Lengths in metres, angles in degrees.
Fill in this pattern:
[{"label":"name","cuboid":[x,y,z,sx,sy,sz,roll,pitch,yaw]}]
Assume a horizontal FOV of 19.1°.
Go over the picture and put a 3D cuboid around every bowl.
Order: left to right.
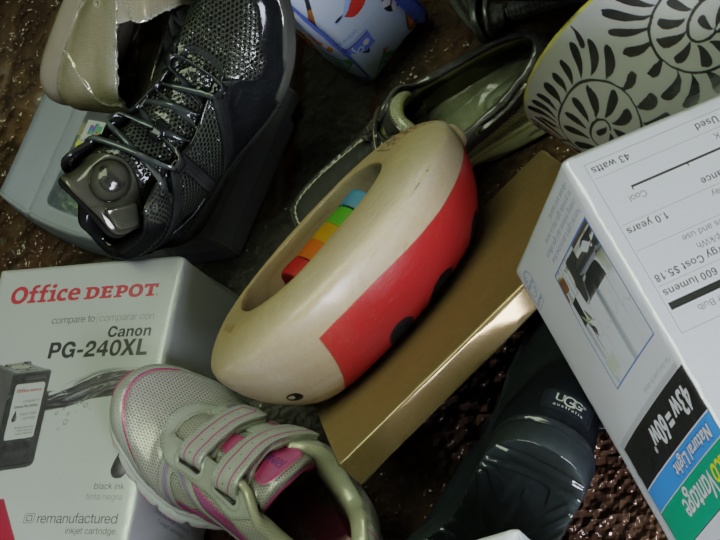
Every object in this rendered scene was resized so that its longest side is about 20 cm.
[{"label":"bowl","cuboid":[0.194,-0.098,1.134,0.200,0.201,0.095,-33,70,12]}]

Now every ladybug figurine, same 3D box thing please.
[{"label":"ladybug figurine","cuboid":[0.000,0.000,1.203,0.200,0.072,0.136,-49,13,-10]}]

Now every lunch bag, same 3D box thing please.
[{"label":"lunch bag","cuboid":[-0.050,-0.211,1.343,0.076,0.160,0.200,-48,51,2]}]

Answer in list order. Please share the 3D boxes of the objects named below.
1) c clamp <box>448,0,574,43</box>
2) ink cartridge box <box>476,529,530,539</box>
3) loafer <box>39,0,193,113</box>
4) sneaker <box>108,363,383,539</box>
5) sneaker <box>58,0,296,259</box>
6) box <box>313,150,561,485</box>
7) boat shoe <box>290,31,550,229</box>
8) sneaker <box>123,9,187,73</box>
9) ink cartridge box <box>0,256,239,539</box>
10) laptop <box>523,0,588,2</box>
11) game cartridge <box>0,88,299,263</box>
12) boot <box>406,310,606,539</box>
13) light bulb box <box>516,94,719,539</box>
[{"label":"c clamp","cuboid":[0.134,-0.192,1.308,0.199,0.027,0.172,-10,59,27]},{"label":"ink cartridge box","cuboid":[0.057,0.210,1.029,0.144,0.200,0.085,-19,57,20]},{"label":"loafer","cuboid":[-0.129,-0.181,1.277,0.068,0.076,0.201,29,116,19]},{"label":"sneaker","cuboid":[-0.056,0.112,1.178,0.199,0.088,0.081,35,62,14]},{"label":"sneaker","cuboid":[-0.108,-0.086,1.252,0.076,0.114,0.200,37,118,10]},{"label":"box","cuboid":[0.053,0.021,1.189,0.200,0.021,0.164,-44,15,3]},{"label":"boat shoe","cuboid":[0.035,-0.082,1.283,0.200,0.066,0.072,-31,53,13]},{"label":"sneaker","cuboid":[-0.126,-0.182,1.405,0.084,0.078,0.201,-10,38,-2]},{"label":"ink cartridge box","cuboid":[-0.162,0.098,1.293,0.144,0.083,0.202,-4,64,29]},{"label":"laptop","cuboid":[0.058,-0.222,1.273,0.200,0.186,0.117,-153,64,-70]},{"label":"game cartridge","cuboid":[-0.145,-0.073,1.407,0.199,0.041,0.134,11,75,35]},{"label":"boot","cuboid":[0.093,0.095,1.144,0.076,0.201,0.168,29,45,3]},{"label":"light bulb box","cuboid":[0.212,0.021,1.011,0.197,0.125,0.201,-22,70,-16]}]
